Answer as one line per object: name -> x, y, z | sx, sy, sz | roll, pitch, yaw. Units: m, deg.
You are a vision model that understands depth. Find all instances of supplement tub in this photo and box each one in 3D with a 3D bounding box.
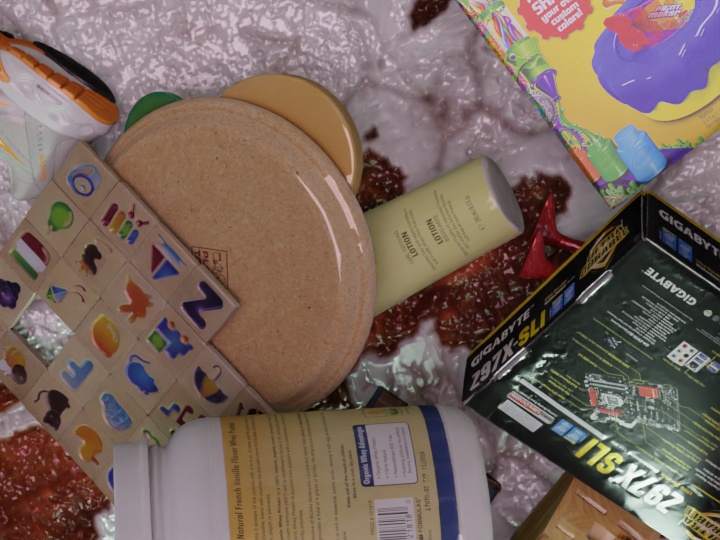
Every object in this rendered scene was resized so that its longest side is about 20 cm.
supplement tub -> -0.034, 0.150, 1.137 | 0.198, 0.144, 0.146 | -2, 101, -6

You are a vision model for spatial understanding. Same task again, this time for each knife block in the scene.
knife block -> 0.091, 0.217, 1.258 | 0.064, 0.200, 0.176 | 37, 147, -3

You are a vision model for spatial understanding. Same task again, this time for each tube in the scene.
tube -> 0.000, 0.000, 1.225 | 0.199, 0.058, 0.052 | -26, 141, 18

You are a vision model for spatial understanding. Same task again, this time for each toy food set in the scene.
toy food set -> -0.078, -0.009, 1.205 | 0.197, 0.049, 0.202 | -9, 101, 28

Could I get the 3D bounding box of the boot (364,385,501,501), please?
boot -> 0.000, 0.179, 1.245 | 0.097, 0.075, 0.201 | 30, 100, 2

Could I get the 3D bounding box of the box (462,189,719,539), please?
box -> 0.183, 0.066, 1.166 | 0.199, 0.050, 0.160 | 33, 127, -16

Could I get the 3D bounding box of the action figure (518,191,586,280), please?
action figure -> 0.195, 0.010, 1.198 | 0.199, 0.066, 0.052 | 21, 121, 2

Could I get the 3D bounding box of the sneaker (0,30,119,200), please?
sneaker -> -0.246, -0.114, 1.216 | 0.199, 0.076, 0.092 | 35, 106, 0

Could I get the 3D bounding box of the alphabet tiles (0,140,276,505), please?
alphabet tiles -> -0.137, 0.050, 1.221 | 0.200, 0.008, 0.167 | 46, 122, 7

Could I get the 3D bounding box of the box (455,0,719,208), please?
box -> 0.159, -0.176, 1.138 | 0.200, 0.122, 0.193 | -38, 94, 11
